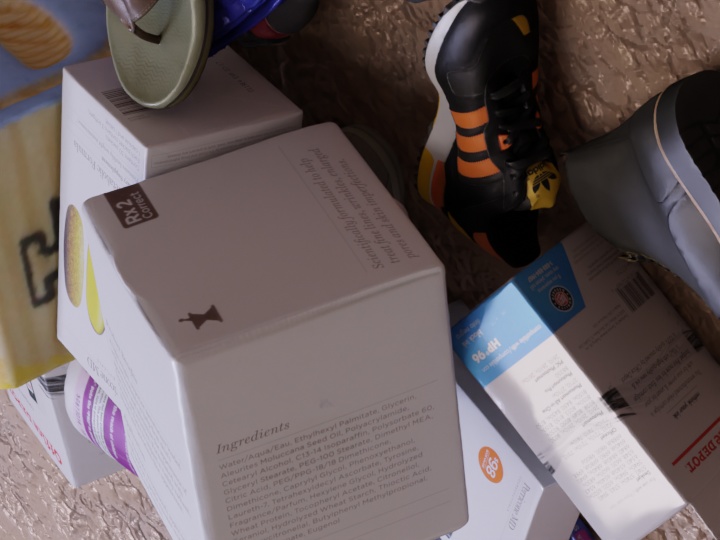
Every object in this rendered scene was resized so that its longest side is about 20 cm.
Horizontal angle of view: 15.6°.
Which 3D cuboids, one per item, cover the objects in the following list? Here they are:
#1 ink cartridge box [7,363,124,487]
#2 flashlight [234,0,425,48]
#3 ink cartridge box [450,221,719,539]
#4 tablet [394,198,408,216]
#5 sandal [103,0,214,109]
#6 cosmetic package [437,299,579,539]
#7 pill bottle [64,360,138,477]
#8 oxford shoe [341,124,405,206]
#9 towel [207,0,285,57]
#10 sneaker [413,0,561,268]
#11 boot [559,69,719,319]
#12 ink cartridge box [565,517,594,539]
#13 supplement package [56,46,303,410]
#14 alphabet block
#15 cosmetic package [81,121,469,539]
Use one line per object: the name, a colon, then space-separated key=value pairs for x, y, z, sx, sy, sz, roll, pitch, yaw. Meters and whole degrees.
ink cartridge box: x=-0.221 y=0.037 z=1.937 sx=0.146 sy=0.084 sz=0.200 roll=45 pitch=152 yaw=51
flashlight: x=-0.010 y=-0.172 z=1.534 sx=0.200 sy=0.068 sz=0.068 roll=-3 pitch=98 yaw=48
ink cartridge box: x=0.153 y=0.080 z=1.496 sx=0.200 sy=0.116 sz=0.068 roll=52 pitch=128 yaw=3
tablet: x=-0.013 y=0.015 z=1.645 sx=0.130 sy=0.014 sz=0.200 roll=30 pitch=139 yaw=35
sandal: x=-0.129 y=-0.188 z=1.492 sx=0.080 sy=0.057 sz=0.201 roll=21 pitch=122 yaw=37
cosmetic package: x=0.069 y=0.141 z=1.691 sx=0.151 sy=0.052 sz=0.200 roll=48 pitch=144 yaw=29
pill bottle: x=-0.095 y=0.106 z=1.729 sx=0.200 sy=0.112 sz=0.112 roll=32 pitch=142 yaw=38
oxford shoe: x=0.000 y=0.000 z=1.683 sx=0.075 sy=0.058 sz=0.200 roll=22 pitch=137 yaw=37
towel: x=-0.108 y=-0.230 z=1.532 sx=0.148 sy=0.050 sz=0.200 roll=-28 pitch=88 yaw=47
sneaker: x=0.085 y=-0.082 z=1.479 sx=0.090 sy=0.070 sz=0.200 roll=47 pitch=154 yaw=25
boot: x=0.193 y=-0.001 z=1.434 sx=0.138 sy=0.077 sz=0.200 roll=-23 pitch=88 yaw=61
ink cartridge box: x=0.135 y=0.237 z=1.746 sx=0.119 sy=0.042 sz=0.200 roll=55 pitch=150 yaw=2
supplement package: x=-0.114 y=-0.025 z=1.616 sx=0.114 sy=0.109 sz=0.200 roll=42 pitch=137 yaw=45
alphabet block: x=-0.212 y=-0.078 z=1.721 sx=0.195 sy=0.196 sz=0.200 roll=43 pitch=149 yaw=43
cosmetic package: x=-0.048 y=0.055 z=1.517 sx=0.165 sy=0.165 sz=0.200 roll=-126 pitch=23 yaw=-48
